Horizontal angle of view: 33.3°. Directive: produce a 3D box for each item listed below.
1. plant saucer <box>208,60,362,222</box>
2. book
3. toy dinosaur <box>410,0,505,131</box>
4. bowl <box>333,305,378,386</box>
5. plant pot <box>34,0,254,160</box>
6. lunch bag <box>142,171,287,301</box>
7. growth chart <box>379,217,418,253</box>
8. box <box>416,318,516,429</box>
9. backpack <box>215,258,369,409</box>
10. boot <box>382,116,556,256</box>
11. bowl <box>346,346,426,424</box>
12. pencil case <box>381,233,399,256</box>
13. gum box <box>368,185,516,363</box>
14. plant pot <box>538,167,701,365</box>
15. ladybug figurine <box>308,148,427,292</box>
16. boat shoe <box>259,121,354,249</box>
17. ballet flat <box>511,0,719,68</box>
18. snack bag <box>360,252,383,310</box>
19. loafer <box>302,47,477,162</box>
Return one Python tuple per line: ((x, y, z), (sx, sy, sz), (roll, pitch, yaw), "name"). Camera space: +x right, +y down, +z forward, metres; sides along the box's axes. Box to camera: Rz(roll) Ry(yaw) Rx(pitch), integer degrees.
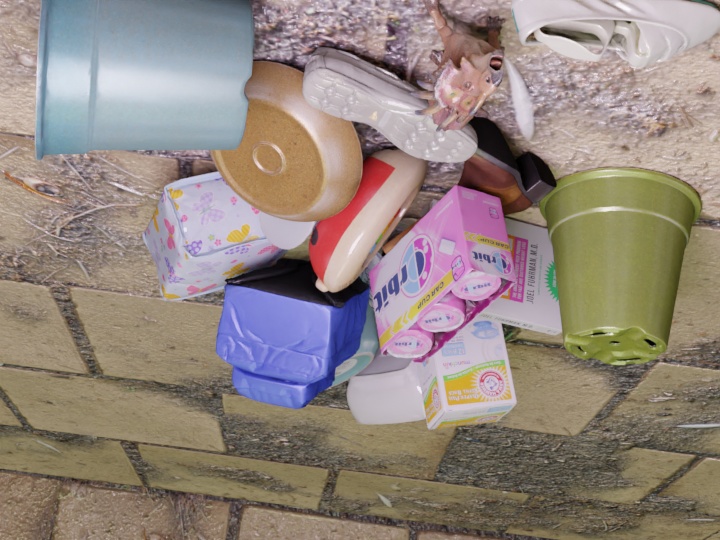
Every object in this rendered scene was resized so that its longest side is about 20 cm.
((-0.094, -0.130, 1.326), (0.198, 0.036, 0.202), (15, 130, 19), "plant saucer")
((0.171, -0.001, 1.554), (0.198, 0.135, 0.048), (13, 158, -14), "book")
((0.095, -0.176, 1.169), (0.085, 0.137, 0.200), (5, 157, 6), "toy dinosaur")
((-0.052, 0.107, 1.795), (0.199, 0.106, 0.201), (-24, 160, -9), "bowl")
((-0.208, -0.197, 1.158), (0.194, 0.202, 0.200), (5, 158, -14), "plant pot")
((-0.161, -0.056, 1.534), (0.198, 0.128, 0.170), (-13, 165, -23), "lunch bag")
((0.073, -0.032, 1.660), (0.199, 0.018, 0.144), (26, 150, -37), "growth chart")
((0.141, 0.114, 1.720), (0.111, 0.202, 0.101), (-4, 159, -13), "box")
((-0.084, 0.071, 1.518), (0.161, 0.169, 0.200), (17, -164, 12), "backpack")
((0.101, -0.084, 1.399), (0.199, 0.069, 0.188), (-35, 151, 26), "boot")
((0.072, 0.136, 1.849), (0.199, 0.201, 0.075), (-11, 126, 46), "bowl")
((0.127, 0.006, 1.616), (0.198, 0.079, 0.089), (10, 167, -11), "pencil case")
((0.087, 0.010, 1.378), (0.066, 0.114, 0.200), (13, 142, -28), "gum box")
((0.310, 0.006, 1.460), (0.198, 0.192, 0.200), (7, 157, 3), "plant pot")
((0.002, -0.064, 1.414), (0.072, 0.201, 0.136), (35, 167, 5), "ladybug figurine")
((-0.059, -0.109, 1.397), (0.072, 0.066, 0.201), (33, 132, 12), "boat shoe")
((0.236, -0.220, 1.118), (0.198, 0.070, 0.070), (7, 157, -1), "ballet flat")
((0.000, 0.000, 1.589), (0.021, 0.200, 0.189), (-36, 163, -16), "snack bag")
((0.035, -0.175, 1.256), (0.199, 0.070, 0.070), (25, 139, -16), "loafer")
